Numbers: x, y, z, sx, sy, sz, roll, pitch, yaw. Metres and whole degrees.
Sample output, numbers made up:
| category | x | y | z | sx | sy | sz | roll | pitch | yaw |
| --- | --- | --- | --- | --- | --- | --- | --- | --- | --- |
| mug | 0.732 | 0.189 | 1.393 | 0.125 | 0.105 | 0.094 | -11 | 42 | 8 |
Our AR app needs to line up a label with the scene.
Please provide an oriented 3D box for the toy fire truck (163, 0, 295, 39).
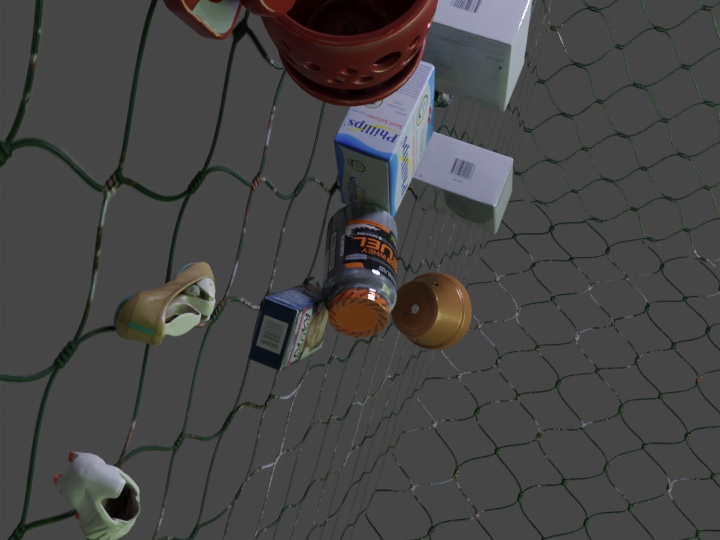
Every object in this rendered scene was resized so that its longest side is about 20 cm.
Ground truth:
| category | x | y | z | sx | sy | sz | roll | pitch | yaw |
| --- | --- | --- | --- | --- | --- | --- | --- | --- | --- |
| toy fire truck | -0.122 | -0.310 | 0.771 | 0.167 | 0.111 | 0.203 | 33 | 76 | -52 |

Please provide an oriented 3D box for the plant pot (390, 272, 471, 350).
| category | x | y | z | sx | sy | sz | roll | pitch | yaw |
| --- | --- | --- | --- | --- | --- | --- | --- | --- | --- |
| plant pot | 0.168 | 0.102 | 2.364 | 0.139 | 0.198 | 0.203 | 9 | 101 | -61 |

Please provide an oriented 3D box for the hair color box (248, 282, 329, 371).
| category | x | y | z | sx | sy | sz | roll | pitch | yaw |
| --- | --- | --- | --- | --- | --- | --- | --- | --- | --- |
| hair color box | -0.104 | 0.085 | 1.471 | 0.200 | 0.060 | 0.102 | -22 | 131 | -73 |

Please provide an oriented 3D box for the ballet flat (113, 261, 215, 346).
| category | x | y | z | sx | sy | sz | roll | pitch | yaw |
| --- | --- | --- | --- | --- | --- | --- | --- | --- | --- |
| ballet flat | -0.196 | 0.042 | 1.022 | 0.200 | 0.062 | 0.070 | -39 | 147 | -67 |

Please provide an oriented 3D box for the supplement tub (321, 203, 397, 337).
| category | x | y | z | sx | sy | sz | roll | pitch | yaw |
| --- | --- | --- | --- | --- | --- | --- | --- | --- | --- |
| supplement tub | 0.000 | 0.000 | 1.497 | 0.124 | 0.120 | 0.202 | 95 | -3 | -48 |

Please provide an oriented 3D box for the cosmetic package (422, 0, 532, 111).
| category | x | y | z | sx | sy | sz | roll | pitch | yaw |
| --- | --- | --- | --- | --- | --- | --- | --- | --- | --- |
| cosmetic package | 0.187 | -0.409 | 1.644 | 0.201 | 0.197 | 0.124 | 76 | 36 | -67 |

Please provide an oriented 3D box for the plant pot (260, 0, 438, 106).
| category | x | y | z | sx | sy | sz | roll | pitch | yaw |
| --- | --- | --- | --- | --- | --- | --- | --- | --- | --- |
| plant pot | -0.016 | -0.291 | 1.013 | 0.183 | 0.198 | 0.203 | 94 | 19 | -74 |

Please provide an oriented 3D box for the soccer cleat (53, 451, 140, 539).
| category | x | y | z | sx | sy | sz | roll | pitch | yaw |
| --- | --- | --- | --- | --- | --- | --- | --- | --- | --- |
| soccer cleat | -0.269 | 0.256 | 1.003 | 0.201 | 0.076 | 0.070 | 87 | 26 | -59 |

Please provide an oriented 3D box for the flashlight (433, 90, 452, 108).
| category | x | y | z | sx | sy | sz | roll | pitch | yaw |
| --- | --- | --- | --- | --- | --- | --- | --- | --- | --- |
| flashlight | 0.147 | -0.351 | 1.854 | 0.200 | 0.067 | 0.069 | -21 | 129 | -72 |

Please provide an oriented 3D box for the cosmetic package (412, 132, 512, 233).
| category | x | y | z | sx | sy | sz | roll | pitch | yaw |
| --- | --- | --- | --- | --- | --- | --- | --- | --- | --- |
| cosmetic package | 0.236 | -0.198 | 2.115 | 0.200 | 0.197 | 0.125 | 65 | 47 | -72 |

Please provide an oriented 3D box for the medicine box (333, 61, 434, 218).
| category | x | y | z | sx | sy | sz | roll | pitch | yaw |
| --- | --- | --- | --- | --- | --- | --- | --- | --- | --- |
| medicine box | 0.043 | -0.222 | 1.535 | 0.183 | 0.101 | 0.202 | 83 | 29 | -63 |
